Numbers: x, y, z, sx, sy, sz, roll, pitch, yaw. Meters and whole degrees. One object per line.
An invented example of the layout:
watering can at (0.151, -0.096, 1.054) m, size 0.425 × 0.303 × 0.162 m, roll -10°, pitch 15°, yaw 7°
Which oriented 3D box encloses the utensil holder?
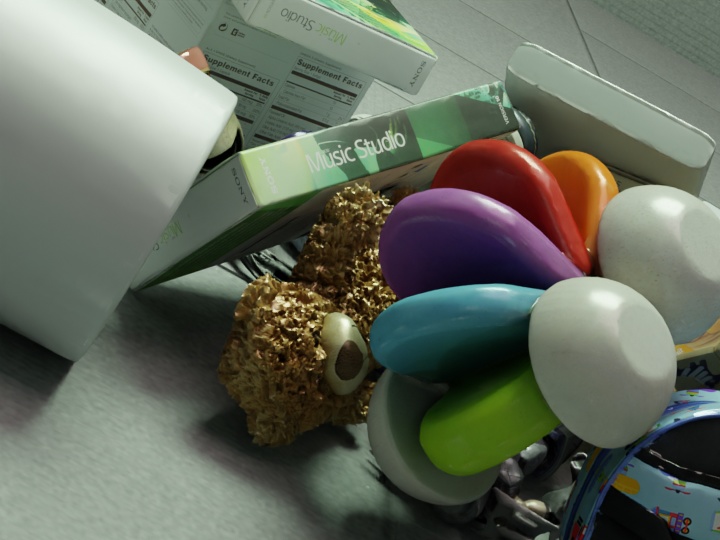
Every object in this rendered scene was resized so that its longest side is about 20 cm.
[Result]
utensil holder at (-0.185, -0.071, 0.919) m, size 0.200 × 0.170 × 0.170 m, roll 32°, pitch 18°, yaw -9°

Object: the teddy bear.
teddy bear at (-0.002, 0.024, 1.016) m, size 0.067 × 0.145 × 0.200 m, roll 25°, pitch 10°, yaw 17°

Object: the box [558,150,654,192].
box at (0.157, 0.022, 1.197) m, size 0.078 × 0.095 × 0.200 m, roll 24°, pitch -18°, yaw 30°

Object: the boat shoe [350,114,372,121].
boat shoe at (0.059, -0.055, 1.444) m, size 0.199 × 0.071 × 0.064 m, roll 26°, pitch 16°, yaw 6°

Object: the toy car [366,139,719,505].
toy car at (0.077, 0.012, 0.946) m, size 0.150 × 0.175 × 0.200 m, roll 52°, pitch 46°, yaw -12°

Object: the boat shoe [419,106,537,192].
boat shoe at (0.066, -0.061, 1.182) m, size 0.062 × 0.200 × 0.075 m, roll -20°, pitch 78°, yaw -26°

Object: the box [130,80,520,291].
box at (-0.025, -0.049, 1.065) m, size 0.200 × 0.144 × 0.036 m, roll -21°, pitch 85°, yaw -40°

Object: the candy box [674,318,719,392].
candy box at (0.215, 0.076, 1.162) m, size 0.055 × 0.115 × 0.200 m, roll 43°, pitch -3°, yaw 31°

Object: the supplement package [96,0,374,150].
supplement package at (-0.108, -0.180, 1.416) m, size 0.155 × 0.111 × 0.200 m, roll 17°, pitch 24°, yaw -39°

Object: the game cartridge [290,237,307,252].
game cartridge at (0.027, -0.012, 1.321) m, size 0.200 × 0.041 × 0.133 m, roll 13°, pitch 30°, yaw -47°

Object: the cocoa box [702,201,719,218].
cocoa box at (0.260, 0.049, 1.390) m, size 0.133 × 0.131 × 0.200 m, roll 35°, pitch 18°, yaw 8°

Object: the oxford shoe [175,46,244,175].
oxford shoe at (-0.114, -0.090, 1.219) m, size 0.075 × 0.070 × 0.200 m, roll 57°, pitch -2°, yaw -1°

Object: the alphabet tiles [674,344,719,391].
alphabet tiles at (0.232, 0.090, 1.039) m, size 0.167 × 0.199 × 0.008 m, roll 47°, pitch 39°, yaw -37°

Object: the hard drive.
hard drive at (0.149, -0.061, 1.186) m, size 0.132 × 0.026 × 0.200 m, roll 29°, pitch -18°, yaw 12°

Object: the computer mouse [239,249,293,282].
computer mouse at (-0.104, -0.038, 1.175) m, size 0.200 × 0.034 × 0.059 m, roll 32°, pitch 17°, yaw -3°

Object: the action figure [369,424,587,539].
action figure at (0.080, 0.097, 1.072) m, size 0.130 × 0.069 × 0.200 m, roll 43°, pitch 23°, yaw 6°

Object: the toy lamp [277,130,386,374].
toy lamp at (0.000, 0.000, 1.178) m, size 0.058 × 0.058 × 0.200 m, roll 10°, pitch 38°, yaw -50°

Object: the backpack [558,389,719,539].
backpack at (0.187, 0.145, 0.960) m, size 0.199 × 0.183 × 0.135 m, roll 17°, pitch 13°, yaw -19°

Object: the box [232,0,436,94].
box at (-0.043, -0.205, 1.329) m, size 0.144 × 0.036 × 0.200 m, roll 20°, pitch 23°, yaw -32°
